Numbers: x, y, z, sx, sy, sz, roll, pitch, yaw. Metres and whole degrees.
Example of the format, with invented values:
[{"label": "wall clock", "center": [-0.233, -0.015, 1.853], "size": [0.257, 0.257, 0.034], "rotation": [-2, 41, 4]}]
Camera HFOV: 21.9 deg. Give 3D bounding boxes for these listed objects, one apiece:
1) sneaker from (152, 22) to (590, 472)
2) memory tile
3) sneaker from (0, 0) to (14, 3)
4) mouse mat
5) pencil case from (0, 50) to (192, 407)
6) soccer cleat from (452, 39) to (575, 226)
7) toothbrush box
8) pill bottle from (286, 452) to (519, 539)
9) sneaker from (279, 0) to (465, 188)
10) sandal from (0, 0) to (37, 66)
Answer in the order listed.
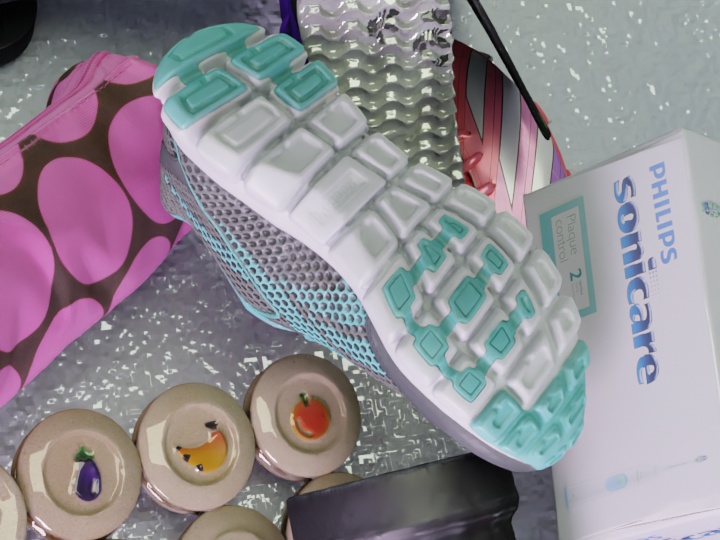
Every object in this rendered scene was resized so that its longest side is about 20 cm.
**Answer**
[{"label": "sneaker", "center": [0.000, 0.000, 0.683], "size": [0.200, 0.091, 0.077], "rotation": [46, 59, 9]}, {"label": "memory tile", "center": [-0.070, 0.121, 0.708], "size": [0.199, 0.017, 0.154], "rotation": [-14, 85, -29]}, {"label": "sneaker", "center": [-0.201, -0.173, 0.789], "size": [0.087, 0.075, 0.200], "rotation": [-15, 56, -40]}, {"label": "mouse mat", "center": [0.018, -0.160, 0.752], "size": [0.007, 0.200, 0.161], "rotation": [-30, 36, 7]}, {"label": "pencil case", "center": [-0.130, -0.013, 0.698], "size": [0.200, 0.090, 0.094], "rotation": [-50, 127, -52]}, {"label": "soccer cleat", "center": [0.059, -0.012, 0.793], "size": [0.076, 0.067, 0.201], "rotation": [-22, 80, -43]}, {"label": "toothbrush box", "center": [0.165, 0.045, 0.746], "size": [0.199, 0.085, 0.148], "rotation": [15, 63, -43]}, {"label": "pill bottle", "center": [0.036, 0.172, 0.678], "size": [0.111, 0.112, 0.202], "rotation": [-12, 84, -18]}, {"label": "sneaker", "center": [0.001, -0.075, 0.755], "size": [0.069, 0.201, 0.100], "rotation": [-6, 43, -9]}, {"label": "sandal", "center": [-0.227, -0.088, 0.765], "size": [0.199, 0.043, 0.076], "rotation": [-33, 80, -23]}]
